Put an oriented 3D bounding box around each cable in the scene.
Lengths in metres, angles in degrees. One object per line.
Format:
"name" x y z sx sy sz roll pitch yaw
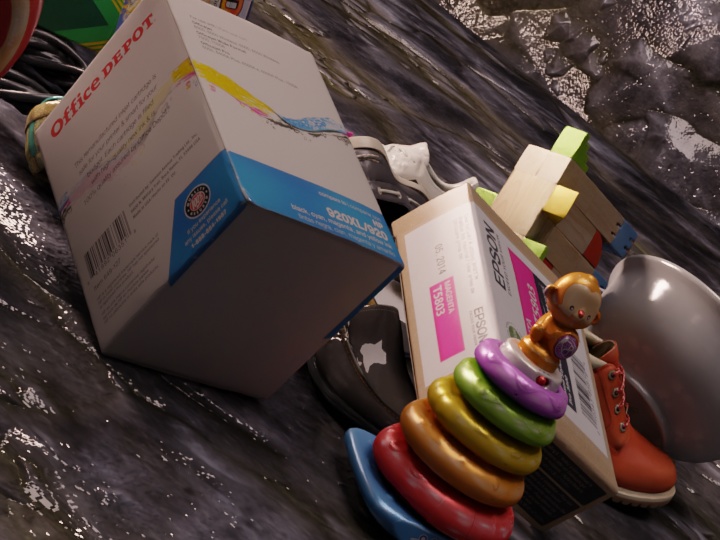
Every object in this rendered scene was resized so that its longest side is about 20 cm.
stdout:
"cable" -0.255 -0.145 1.371 0.162 0.051 0.200 18 19 -30

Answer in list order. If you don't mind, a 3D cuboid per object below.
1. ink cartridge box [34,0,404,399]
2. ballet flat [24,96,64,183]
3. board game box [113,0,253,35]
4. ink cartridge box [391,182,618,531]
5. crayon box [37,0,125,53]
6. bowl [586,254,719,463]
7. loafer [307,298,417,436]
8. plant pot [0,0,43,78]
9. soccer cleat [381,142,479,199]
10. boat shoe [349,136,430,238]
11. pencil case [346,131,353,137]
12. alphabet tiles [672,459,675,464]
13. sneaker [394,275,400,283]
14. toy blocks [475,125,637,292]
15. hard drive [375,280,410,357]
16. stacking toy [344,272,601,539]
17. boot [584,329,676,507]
"ink cartridge box" -0.095 -0.050 1.148 0.144 0.147 0.201 20 37 -43
"ballet flat" -0.156 -0.058 1.291 0.199 0.071 0.071 25 18 -32
"board game box" -0.147 -0.213 1.501 0.034 0.202 0.135 22 8 28
"ink cartridge box" 0.105 0.062 1.301 0.165 0.075 0.201 44 27 -39
"crayon box" -0.283 -0.252 1.535 0.172 0.059 0.200 23 10 -44
"bowl" 0.257 0.094 1.529 0.201 0.090 0.202 43 -23 23
"loafer" 0.000 0.053 1.273 0.073 0.073 0.200 21 22 -47
"plant pot" -0.307 -0.206 1.130 0.183 0.201 0.200 49 19 29
"soccer cleat" 0.024 -0.100 1.754 0.199 0.086 0.069 30 16 -12
"boat shoe" 0.021 -0.053 1.637 0.200 0.072 0.063 49 29 -60
"pencil case" -0.074 -0.119 1.600 0.088 0.089 0.200 38 18 8
"alphabet tiles" 0.200 0.115 1.596 0.199 0.015 0.196 35 25 -6
"sneaker" 0.103 0.012 1.538 0.199 0.080 0.087 7 58 -48
"toy blocks" 0.152 -0.002 1.491 0.100 0.201 0.137 24 -12 45
"hard drive" 0.000 0.000 1.523 0.131 0.025 0.200 35 15 -5
"stacking toy" 0.090 0.085 1.129 0.116 0.201 0.110 30 16 -24
"boot" 0.198 0.115 1.455 0.199 0.108 0.075 33 19 -17
